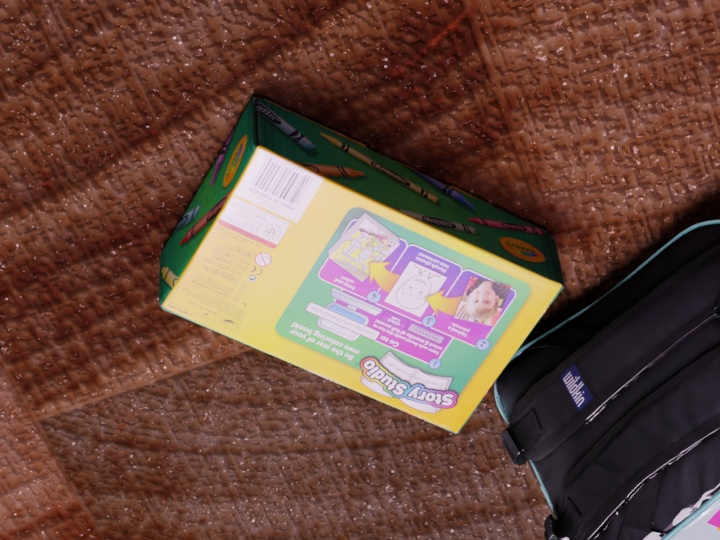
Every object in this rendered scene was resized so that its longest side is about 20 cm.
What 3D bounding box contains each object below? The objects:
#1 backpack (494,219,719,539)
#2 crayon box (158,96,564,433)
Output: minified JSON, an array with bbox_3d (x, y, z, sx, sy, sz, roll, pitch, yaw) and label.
[{"bbox_3d":[0.200,0.078,1.157,0.153,0.177,0.200,22,122,-37],"label":"backpack"},{"bbox_3d":[0.000,0.000,1.158,0.199,0.058,0.119,24,119,-18],"label":"crayon box"}]
